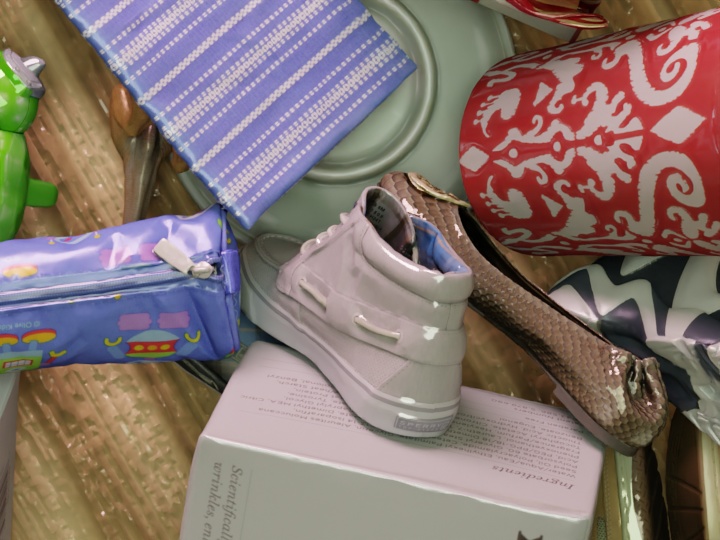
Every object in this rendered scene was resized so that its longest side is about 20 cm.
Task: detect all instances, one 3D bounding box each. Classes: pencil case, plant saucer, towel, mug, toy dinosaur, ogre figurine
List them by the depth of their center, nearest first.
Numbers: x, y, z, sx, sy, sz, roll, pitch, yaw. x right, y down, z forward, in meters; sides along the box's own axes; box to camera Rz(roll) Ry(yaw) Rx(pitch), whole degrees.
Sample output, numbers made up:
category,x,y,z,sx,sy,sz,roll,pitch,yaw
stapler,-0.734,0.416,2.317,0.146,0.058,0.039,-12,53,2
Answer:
category,x,y,z,sx,sy,sz,roll,pitch,yaw
pencil case,-0.153,0.013,1.450,0.199,0.087,0.079,-6,78,-9
towel,-0.075,-0.140,1.460,0.200,0.024,0.145,51,59,-7
mug,0.170,-0.057,1.465,0.177,0.199,0.134,28,68,-38
ogre figurine,-0.230,-0.053,1.522,0.119,0.098,0.201,9,72,18
toy dinosaur,-0.115,-0.069,1.532,0.060,0.106,0.202,5,83,-22
plant saucer,-0.013,-0.101,1.541,0.199,0.050,0.202,0,87,0

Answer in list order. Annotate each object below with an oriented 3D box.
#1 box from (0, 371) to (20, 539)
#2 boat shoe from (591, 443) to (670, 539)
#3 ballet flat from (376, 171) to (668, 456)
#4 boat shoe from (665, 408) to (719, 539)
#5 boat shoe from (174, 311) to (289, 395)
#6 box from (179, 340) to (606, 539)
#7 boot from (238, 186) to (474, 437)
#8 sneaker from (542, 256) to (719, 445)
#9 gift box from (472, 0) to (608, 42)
category,x,y,z,sx,sy,sz,roll,pitch,yaw
box,-0.284,0.108,1.491,0.199,0.098,0.125,7,112,0
boat shoe,0.127,0.166,1.526,0.076,0.072,0.202,-6,86,16
ballet flat,0.085,0.012,1.461,0.200,0.067,0.046,46,107,21
boat shoe,0.209,0.162,1.526,0.064,0.071,0.201,-11,93,-10
boat shoe,-0.029,0.059,1.526,0.199,0.066,0.070,34,88,2
box,0.010,0.166,1.453,0.199,0.131,0.200,12,111,5
boot,0.000,0.000,1.455,0.073,0.200,0.096,1,113,-33
sneaker,0.202,0.023,1.491,0.130,0.198,0.080,-45,131,-29
gift box,0.072,-0.237,1.460,0.184,0.200,0.188,22,76,3
